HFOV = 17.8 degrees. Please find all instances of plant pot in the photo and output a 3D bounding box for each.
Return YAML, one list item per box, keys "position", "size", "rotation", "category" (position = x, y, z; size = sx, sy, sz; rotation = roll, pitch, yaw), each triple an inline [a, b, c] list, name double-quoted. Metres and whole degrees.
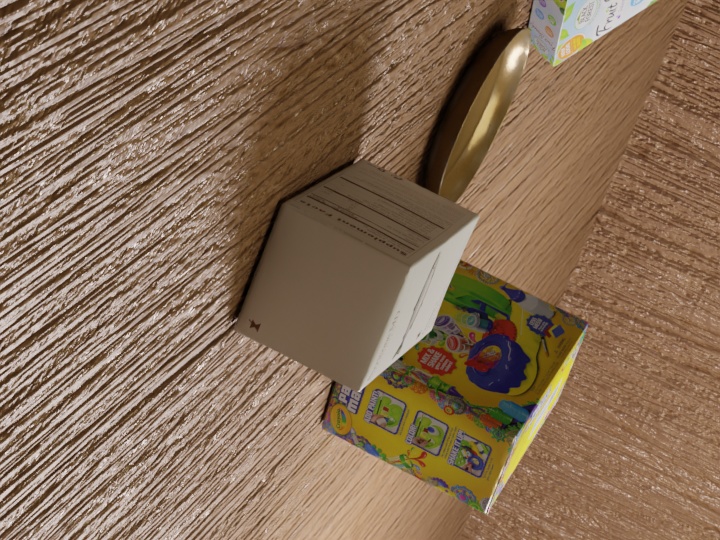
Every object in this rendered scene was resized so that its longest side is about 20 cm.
- position: [0.111, -0.151, 2.247]
  size: [0.200, 0.027, 0.200]
  rotation: [-60, 169, -20]
  category: "plant pot"

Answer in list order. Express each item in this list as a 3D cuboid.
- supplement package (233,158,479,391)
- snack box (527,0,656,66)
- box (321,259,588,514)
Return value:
- position: [0.000, 0.000, 1.846]
  size: [0.117, 0.117, 0.200]
  rotation: [-67, 168, 20]
  category: "supplement package"
- position: [0.267, -0.311, 2.353]
  size: [0.200, 0.053, 0.142]
  rotation: [-33, 156, -21]
  category: "snack box"
- position: [0.096, 0.108, 2.336]
  size: [0.200, 0.193, 0.122]
  rotation: [-53, 165, -47]
  category: "box"
